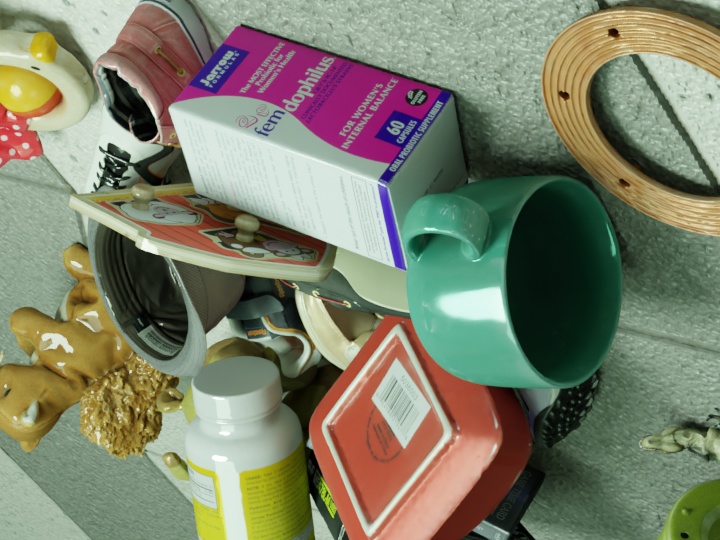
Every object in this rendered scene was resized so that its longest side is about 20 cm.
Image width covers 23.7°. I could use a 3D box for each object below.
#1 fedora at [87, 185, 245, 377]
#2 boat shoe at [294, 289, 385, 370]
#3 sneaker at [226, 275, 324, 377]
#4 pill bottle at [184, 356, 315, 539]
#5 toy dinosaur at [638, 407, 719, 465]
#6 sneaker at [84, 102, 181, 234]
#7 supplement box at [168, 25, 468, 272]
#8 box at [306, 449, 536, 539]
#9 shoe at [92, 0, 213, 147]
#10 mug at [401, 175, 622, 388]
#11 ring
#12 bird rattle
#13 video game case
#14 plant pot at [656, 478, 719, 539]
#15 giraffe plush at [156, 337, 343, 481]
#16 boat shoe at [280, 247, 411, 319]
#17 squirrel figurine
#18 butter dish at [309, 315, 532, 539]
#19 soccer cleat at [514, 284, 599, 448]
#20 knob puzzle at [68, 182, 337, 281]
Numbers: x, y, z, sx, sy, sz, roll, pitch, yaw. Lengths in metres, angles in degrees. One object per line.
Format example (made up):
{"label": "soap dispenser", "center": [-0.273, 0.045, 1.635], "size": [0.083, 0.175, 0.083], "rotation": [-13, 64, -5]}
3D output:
{"label": "fedora", "center": [-0.160, -0.002, 1.503], "size": [0.177, 0.090, 0.200], "rotation": [50, 150, 19]}
{"label": "boat shoe", "center": [0.020, 0.067, 1.540], "size": [0.069, 0.074, 0.200], "rotation": [-13, 128, 41]}
{"label": "sneaker", "center": [-0.091, 0.012, 1.559], "size": [0.078, 0.080, 0.200], "rotation": [-5, 130, 51]}
{"label": "pill bottle", "center": [-0.104, 0.187, 1.592], "size": [0.111, 0.111, 0.201], "rotation": [13, 120, 35]}
{"label": "toy dinosaur", "center": [0.317, 0.148, 1.364], "size": [0.199, 0.048, 0.088], "rotation": [21, 163, 24]}
{"label": "sneaker", "center": [-0.208, -0.088, 1.533], "size": [0.073, 0.080, 0.201], "rotation": [30, 149, 13]}
{"label": "supplement box", "center": [-0.031, -0.095, 1.311], "size": [0.199, 0.101, 0.104], "rotation": [19, 147, 26]}
{"label": "box", "center": [0.057, 0.230, 1.601], "size": [0.199, 0.048, 0.193], "rotation": [17, -171, -13]}
{"label": "shoe", "center": [-0.147, -0.124, 1.399], "size": [0.071, 0.091, 0.201], "rotation": [12, 144, 35]}
{"label": "mug", "center": [0.099, -0.004, 1.256], "size": [0.114, 0.152, 0.186], "rotation": [-1, 123, 42]}
{"label": "ring", "center": [0.212, -0.098, 1.135], "size": [0.199, 0.019, 0.201], "rotation": [27, 150, 17]}
{"label": "bird rattle", "center": [-0.316, -0.159, 1.528], "size": [0.162, 0.113, 0.201], "rotation": [2, 143, 20]}
{"label": "video game case", "center": [0.063, 0.175, 1.582], "size": [0.199, 0.143, 0.019], "rotation": [27, 112, 11]}
{"label": "plant pot", "center": [0.313, 0.284, 1.444], "size": [0.199, 0.200, 0.194], "rotation": [22, 137, 23]}
{"label": "giraffe plush", "center": [-0.119, 0.137, 1.722], "size": [0.172, 0.201, 0.162], "rotation": [32, -171, -25]}
{"label": "boat shoe", "center": [0.002, -0.002, 1.447], "size": [0.200, 0.074, 0.063], "rotation": [20, 153, 31]}
{"label": "squirrel figurine", "center": [-0.290, 0.113, 1.804], "size": [0.199, 0.187, 0.142], "rotation": [35, 151, -1]}
{"label": "butter dish", "center": [0.074, 0.145, 1.460], "size": [0.147, 0.201, 0.200], "rotation": [15, 123, -35]}
{"label": "soccer cleat", "center": [0.150, 0.072, 1.420], "size": [0.073, 0.068, 0.201], "rotation": [41, 159, 33]}
{"label": "knob puzzle", "center": [-0.102, -0.039, 1.368], "size": [0.218, 0.219, 0.031], "rotation": [21, 108, 24]}
